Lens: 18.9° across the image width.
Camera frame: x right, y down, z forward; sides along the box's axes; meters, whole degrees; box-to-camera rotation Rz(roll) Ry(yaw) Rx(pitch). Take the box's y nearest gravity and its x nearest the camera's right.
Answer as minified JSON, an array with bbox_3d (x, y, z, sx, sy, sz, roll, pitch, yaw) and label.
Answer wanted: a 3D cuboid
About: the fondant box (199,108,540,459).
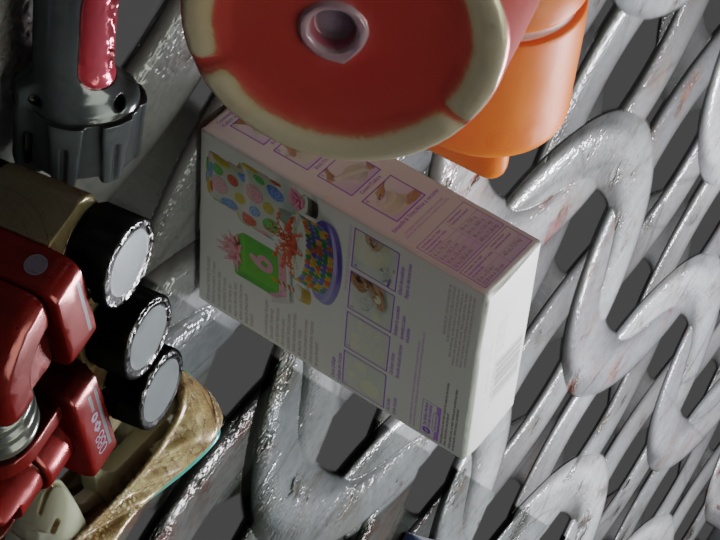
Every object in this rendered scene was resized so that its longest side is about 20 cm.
[{"bbox_3d":[0.000,0.000,1.240,0.058,0.199,0.145,-45,154,-35],"label":"fondant box"}]

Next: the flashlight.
[{"bbox_3d":[-0.119,-0.130,0.995,0.068,0.067,0.201,-44,152,-41],"label":"flashlight"}]

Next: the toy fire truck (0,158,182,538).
[{"bbox_3d":[-0.195,0.065,1.039,0.201,0.128,0.176,-59,161,-29],"label":"toy fire truck"}]

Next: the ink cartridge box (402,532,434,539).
[{"bbox_3d":[0.038,0.343,1.945,0.201,0.076,0.136,-58,159,0],"label":"ink cartridge box"}]

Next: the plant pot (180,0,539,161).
[{"bbox_3d":[0.003,-0.158,0.972,0.178,0.199,0.201,-78,177,-46],"label":"plant pot"}]

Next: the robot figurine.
[{"bbox_3d":[0.082,-0.153,1.342,0.143,0.117,0.201,-12,140,-15],"label":"robot figurine"}]

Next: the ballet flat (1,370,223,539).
[{"bbox_3d":[-0.161,0.128,1.262,0.200,0.070,0.066,-49,130,-31],"label":"ballet flat"}]
